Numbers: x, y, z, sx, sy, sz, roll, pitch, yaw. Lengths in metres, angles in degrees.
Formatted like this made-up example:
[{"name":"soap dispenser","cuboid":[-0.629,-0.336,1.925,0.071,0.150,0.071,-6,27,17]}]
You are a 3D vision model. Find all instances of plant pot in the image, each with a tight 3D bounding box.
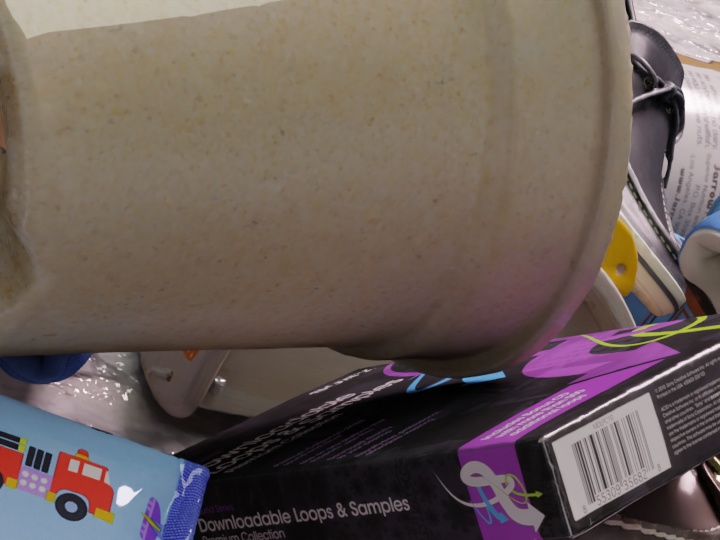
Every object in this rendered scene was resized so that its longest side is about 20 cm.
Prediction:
[{"name":"plant pot","cuboid":[-0.052,-0.052,0.799,0.183,0.201,0.200,-10,41,-34]}]

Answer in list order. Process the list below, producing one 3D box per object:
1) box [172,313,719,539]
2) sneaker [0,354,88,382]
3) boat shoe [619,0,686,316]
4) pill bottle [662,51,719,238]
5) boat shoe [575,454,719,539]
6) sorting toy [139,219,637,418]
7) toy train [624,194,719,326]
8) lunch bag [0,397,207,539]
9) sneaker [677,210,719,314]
[{"name":"box","cuboid":[0.029,0.055,0.851,0.200,0.036,0.143,-13,7,43]},{"name":"sneaker","cuboid":[-0.114,-0.048,0.906,0.077,0.201,0.085,-4,34,13]},{"name":"boat shoe","cuboid":[0.102,-0.070,1.095,0.075,0.062,0.200,52,18,-50]},{"name":"pill bottle","cuboid":[0.168,-0.036,1.225,0.199,0.115,0.114,10,29,-30]},{"name":"boat shoe","cuboid":[0.103,0.080,0.891,0.072,0.060,0.200,22,4,20]},{"name":"sorting toy","cuboid":[0.000,0.000,1.058,0.199,0.107,0.180,11,9,-27]},{"name":"toy train","cuboid":[0.171,0.049,1.064,0.087,0.114,0.200,24,23,-29]},{"name":"lunch bag","cuboid":[-0.131,0.118,0.686,0.150,0.094,0.200,20,33,-11]},{"name":"sneaker","cuboid":[0.171,0.059,0.922,0.077,0.076,0.200,0,51,-37]}]
